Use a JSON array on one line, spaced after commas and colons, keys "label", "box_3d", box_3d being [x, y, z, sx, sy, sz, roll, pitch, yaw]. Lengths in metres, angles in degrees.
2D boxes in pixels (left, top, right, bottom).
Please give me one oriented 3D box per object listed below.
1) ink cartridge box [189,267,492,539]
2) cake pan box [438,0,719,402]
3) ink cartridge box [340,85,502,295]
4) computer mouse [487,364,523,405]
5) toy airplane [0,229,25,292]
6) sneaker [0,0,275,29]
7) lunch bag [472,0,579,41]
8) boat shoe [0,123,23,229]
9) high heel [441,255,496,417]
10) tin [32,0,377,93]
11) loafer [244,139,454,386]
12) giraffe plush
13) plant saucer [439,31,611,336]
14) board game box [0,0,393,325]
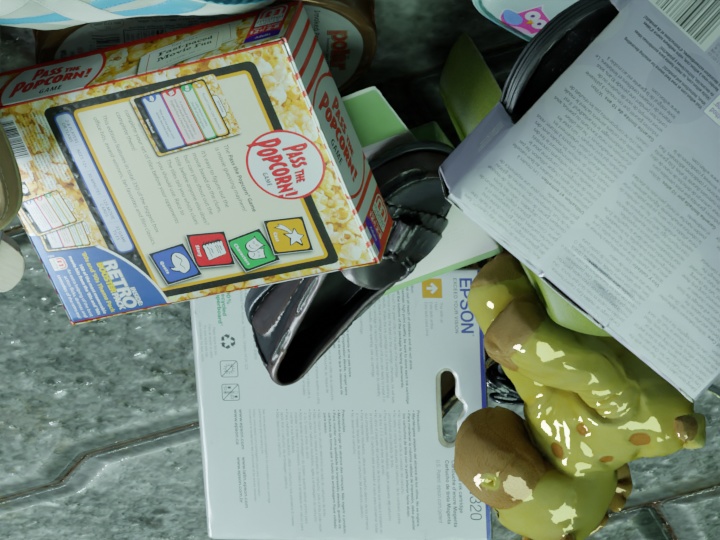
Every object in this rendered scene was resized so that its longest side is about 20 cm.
[{"label": "ink cartridge box", "box_3d": [-0.011, 0.087, 1.537, 0.200, 0.043, 0.197, 0, 106, 8]}, {"label": "cake pan box", "box_3d": [0.168, -0.056, 1.207, 0.200, 0.052, 0.184, 38, 101, -18]}, {"label": "ink cartridge box", "box_3d": [-0.016, -0.051, 1.388, 0.145, 0.048, 0.200, -20, 142, 16]}, {"label": "computer mouse", "box_3d": [0.174, 0.086, 1.640, 0.138, 0.053, 0.200, 7, 166, -16]}, {"label": "toy airplane", "box_3d": [-0.294, -0.038, 1.323, 0.200, 0.141, 0.199, -1, 147, -10]}, {"label": "sneaker", "box_3d": [-0.134, -0.169, 1.226, 0.200, 0.077, 0.081, 1, 167, -16]}, {"label": "lunch bag", "box_3d": [0.159, -0.196, 1.229, 0.160, 0.077, 0.200, 23, 135, -31]}, {"label": "boat shoe", "box_3d": [-0.251, -0.096, 1.220, 0.071, 0.065, 0.200, -33, 109, 2]}, {"label": "high heel", "box_3d": [0.050, 0.068, 1.560, 0.071, 0.143, 0.200, 36, 144, 2]}, {"label": "tin", "box_3d": [-0.089, -0.134, 1.315, 0.200, 0.042, 0.112, -4, 152, -5]}, {"label": "loafer", "box_3d": [0.000, 0.000, 1.369, 0.072, 0.063, 0.200, 15, 139, -31]}, {"label": "giraffe plush", "box_3d": [0.129, 0.100, 1.455, 0.200, 0.173, 0.162, 35, 113, 5]}, {"label": "plant saucer", "box_3d": [0.092, -0.045, 1.337, 0.031, 0.200, 0.200, -27, 146, 2]}, {"label": "board game box", "box_3d": [-0.101, -0.057, 1.286, 0.200, 0.046, 0.152, -10, 121, 20]}]
